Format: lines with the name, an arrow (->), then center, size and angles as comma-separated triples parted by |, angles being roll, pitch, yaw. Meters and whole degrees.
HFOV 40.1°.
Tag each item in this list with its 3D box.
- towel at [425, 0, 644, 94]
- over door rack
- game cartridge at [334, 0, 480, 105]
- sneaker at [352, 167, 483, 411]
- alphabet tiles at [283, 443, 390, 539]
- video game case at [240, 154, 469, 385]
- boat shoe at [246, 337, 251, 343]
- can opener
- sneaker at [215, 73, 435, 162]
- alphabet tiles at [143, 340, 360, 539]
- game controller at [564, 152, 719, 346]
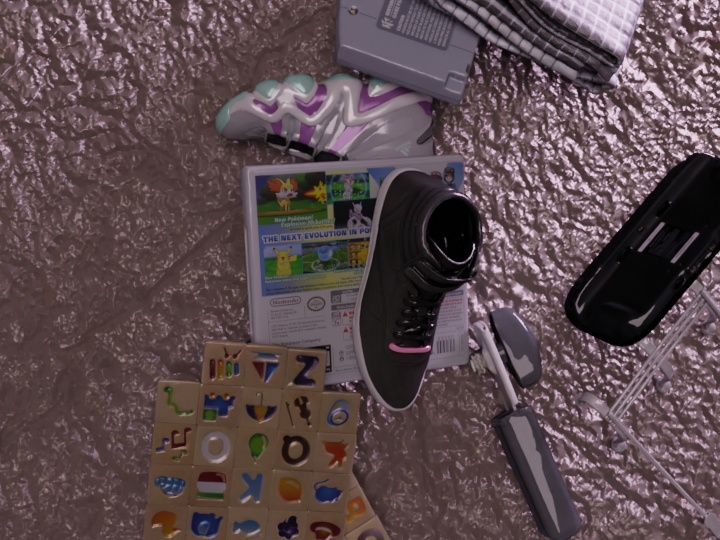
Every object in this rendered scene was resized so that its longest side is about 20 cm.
towel -> 0.161, -0.266, 0.849 | 0.198, 0.086, 0.168 | 27, 61, -8
over door rack -> 0.296, 0.122, 0.860 | 0.200, 0.067, 0.148 | 42, 83, -10
game cartridge -> 0.051, -0.247, 0.879 | 0.131, 0.041, 0.203 | 21, 61, -3
sneaker -> 0.046, 0.021, 0.788 | 0.069, 0.099, 0.204 | 3, 96, -24
alphabet tiles -> -0.078, 0.244, 0.830 | 0.198, 0.006, 0.168 | -30, 105, -6
video game case -> 0.000, 0.000, 0.832 | 0.196, 0.022, 0.186 | -6, 98, -22
boat shoe -> -0.108, 0.152, 0.845 | 0.071, 0.072, 0.203 | 27, 83, -11
can opener -> 0.146, 0.132, 0.856 | 0.065, 0.053, 0.203 | -19, 84, -5
sneaker -> -0.024, -0.099, 0.869 | 0.196, 0.078, 0.143 | -10, 82, -2
alphabet tiles -> -0.087, 0.159, 0.798 | 0.163, 0.006, 0.204 | 5, 99, -14
game controller -> 0.263, -0.021, 0.855 | 0.200, 0.104, 0.042 | -49, 125, -5
